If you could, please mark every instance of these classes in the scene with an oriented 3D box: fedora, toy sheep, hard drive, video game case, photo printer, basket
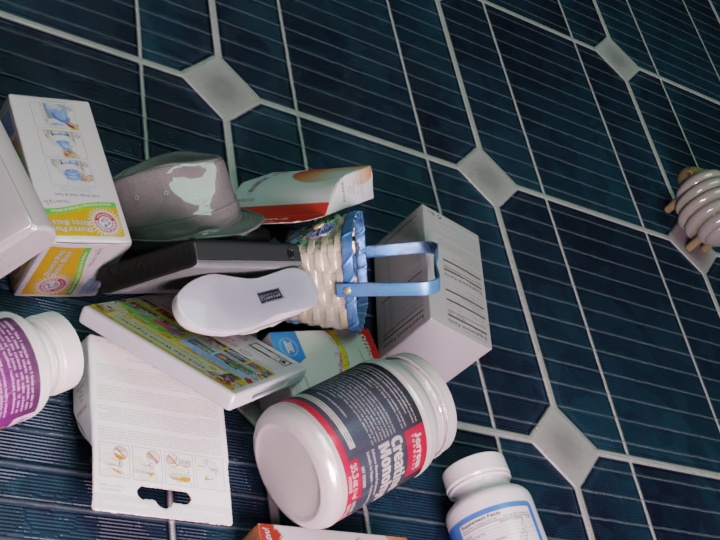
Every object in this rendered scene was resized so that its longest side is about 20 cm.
[{"bbox_3d":[-0.216,-0.087,1.399,0.177,0.198,0.091,-54,137,-70],"label":"fedora"},{"bbox_3d":[0.644,-0.107,2.209,0.137,0.138,0.201,-2,57,-41],"label":"toy sheep"},{"bbox_3d":[-0.178,-0.004,1.361,0.199,0.138,0.033,1,76,-59],"label":"hard drive"},{"bbox_3d":[-0.179,0.083,1.312,0.199,0.023,0.182,28,14,17],"label":"video game case"},{"bbox_3d":[-0.425,-0.077,1.243,0.201,0.165,0.069,60,4,19],"label":"photo printer"},{"bbox_3d":[0.000,0.000,1.484,0.197,0.141,0.177,0,15,2],"label":"basket"}]

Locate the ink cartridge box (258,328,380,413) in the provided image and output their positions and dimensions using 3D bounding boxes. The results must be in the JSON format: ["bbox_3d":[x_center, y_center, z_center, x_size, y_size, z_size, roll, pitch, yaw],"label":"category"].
[{"bbox_3d":[-0.030,0.136,1.459,0.199,0.067,0.117,-1,56,-41],"label":"ink cartridge box"}]

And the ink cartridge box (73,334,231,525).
[{"bbox_3d":[-0.220,0.176,1.271,0.161,0.050,0.202,15,51,-32],"label":"ink cartridge box"}]

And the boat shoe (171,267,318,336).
[{"bbox_3d":[-0.135,0.045,1.348,0.199,0.065,0.074,-3,66,-44],"label":"boat shoe"}]

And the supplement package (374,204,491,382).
[{"bbox_3d":[0.094,0.035,1.618,0.109,0.114,0.202,26,42,-29],"label":"supplement package"}]

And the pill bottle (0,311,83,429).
[{"bbox_3d":[-0.371,0.104,1.159,0.199,0.112,0.113,-18,68,-47],"label":"pill bottle"}]

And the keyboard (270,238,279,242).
[{"bbox_3d":[-0.132,0.025,1.520,0.056,0.011,0.200,37,39,0],"label":"keyboard"}]

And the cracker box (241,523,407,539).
[{"bbox_3d":[-0.029,0.349,1.277,0.198,0.058,0.135,12,47,-32],"label":"cracker box"}]

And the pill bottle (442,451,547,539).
[{"bbox_3d":[0.166,0.324,1.426,0.111,0.112,0.202,8,50,-36],"label":"pill bottle"}]

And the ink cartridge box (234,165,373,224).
[{"bbox_3d":[-0.098,-0.095,1.522,0.199,0.161,0.051,-20,106,-60],"label":"ink cartridge box"}]

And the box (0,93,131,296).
[{"bbox_3d":[-0.346,-0.082,1.347,0.101,0.113,0.201,1,56,-39],"label":"box"}]

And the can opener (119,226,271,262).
[{"bbox_3d":[-0.203,-0.030,1.468,0.199,0.067,0.053,-15,65,-41],"label":"can opener"}]

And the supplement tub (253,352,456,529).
[{"bbox_3d":[-0.005,0.181,1.313,0.199,0.141,0.141,-22,71,-37],"label":"supplement tub"}]
